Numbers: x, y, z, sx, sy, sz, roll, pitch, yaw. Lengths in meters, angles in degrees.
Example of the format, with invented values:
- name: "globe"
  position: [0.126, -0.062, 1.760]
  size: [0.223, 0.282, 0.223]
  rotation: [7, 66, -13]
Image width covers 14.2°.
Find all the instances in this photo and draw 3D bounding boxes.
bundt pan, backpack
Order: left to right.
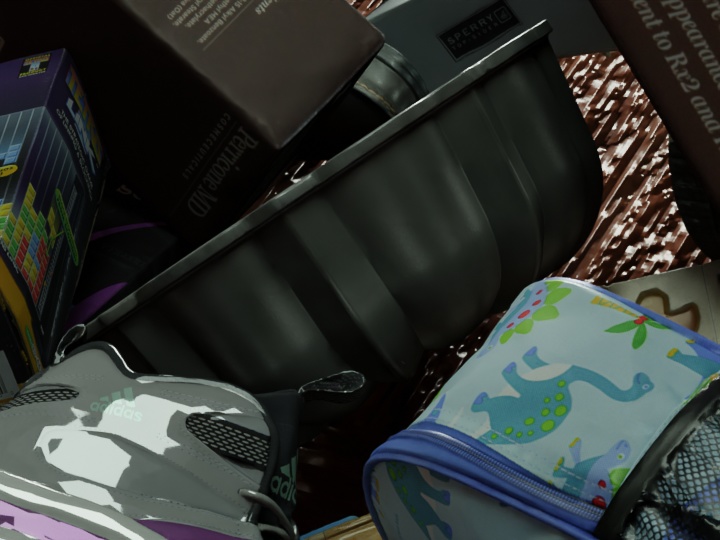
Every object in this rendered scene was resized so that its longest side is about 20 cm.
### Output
- name: "bundt pan"
  position: [0.000, 0.000, 0.998]
  size: [0.202, 0.076, 0.202]
  rotation: [-33, 1, 0]
- name: "backpack"
  position: [0.094, 0.105, 0.820]
  size: [0.200, 0.183, 0.147]
  rotation: [30, 65, 34]

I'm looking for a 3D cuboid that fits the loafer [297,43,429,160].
- name: "loafer"
  position: [-0.065, -0.067, 1.175]
  size: [0.199, 0.073, 0.072]
  rotation: [8, 46, 33]

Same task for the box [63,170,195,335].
- name: "box"
  position: [-0.165, 0.017, 1.096]
  size: [0.143, 0.036, 0.200]
  rotation: [19, 42, 29]

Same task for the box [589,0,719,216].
- name: "box"
  position: [0.161, -0.129, 0.976]
  size: [0.164, 0.166, 0.200]
  rotation: [-28, 21, 13]

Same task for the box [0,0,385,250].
- name: "box"
  position: [-0.098, -0.111, 1.074]
  size: [0.200, 0.100, 0.075]
  rotation: [41, 59, 0]

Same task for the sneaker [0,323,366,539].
- name: "sneaker"
  position: [-0.031, 0.091, 0.883]
  size: [0.200, 0.078, 0.140]
  rotation: [38, 65, 6]

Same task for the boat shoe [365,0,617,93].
- name: "boat shoe"
  position: [0.077, -0.115, 1.165]
  size: [0.199, 0.074, 0.068]
  rotation: [-30, 15, 35]

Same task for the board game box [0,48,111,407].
- name: "board game box"
  position: [-0.197, 0.002, 1.012]
  size: [0.199, 0.057, 0.166]
  rotation: [-13, 30, 11]

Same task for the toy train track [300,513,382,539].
- name: "toy train track"
  position: [-0.019, 0.107, 0.945]
  size: [0.199, 0.033, 0.115]
  rotation: [-22, 56, -3]

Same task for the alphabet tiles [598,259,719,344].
- name: "alphabet tiles"
  position: [0.125, 0.071, 0.942]
  size: [0.199, 0.008, 0.168]
  rotation: [-13, 62, 11]

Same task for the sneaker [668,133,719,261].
- name: "sneaker"
  position: [0.179, -0.081, 1.152]
  size: [0.077, 0.089, 0.201]
  rotation: [8, 64, 25]
